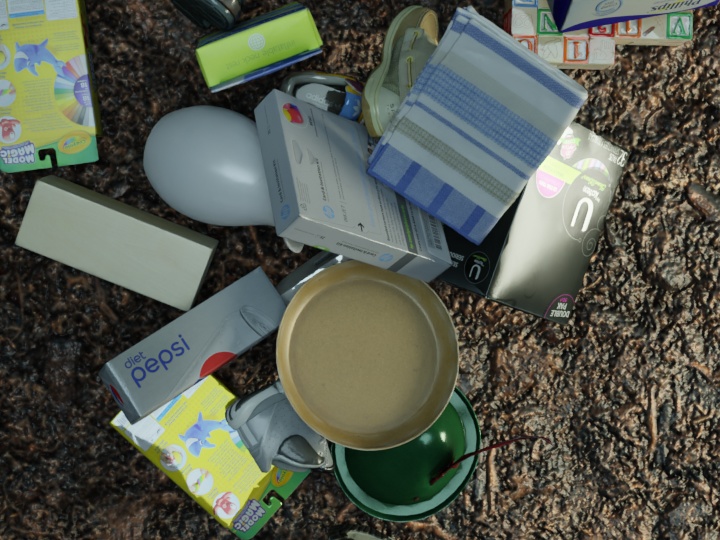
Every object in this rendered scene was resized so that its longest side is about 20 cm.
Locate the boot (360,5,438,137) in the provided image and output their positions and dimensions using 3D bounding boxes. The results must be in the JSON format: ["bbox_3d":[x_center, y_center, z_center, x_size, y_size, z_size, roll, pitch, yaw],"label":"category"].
[{"bbox_3d":[0.096,-0.211,1.284,0.154,0.201,0.072,-2,130,22],"label":"boot"}]

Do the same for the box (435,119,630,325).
[{"bbox_3d":[0.167,-0.064,1.318,0.148,0.124,0.201,19,93,-43],"label":"box"}]

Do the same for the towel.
[{"bbox_3d":[0.107,-0.134,1.192,0.146,0.024,0.200,33,123,0],"label":"towel"}]

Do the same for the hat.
[{"bbox_3d":[0.064,0.194,1.328,0.165,0.176,0.200,39,91,-5],"label":"hat"}]

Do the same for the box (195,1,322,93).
[{"bbox_3d":[-0.107,-0.232,1.284,0.121,0.200,0.048,-21,105,-1],"label":"box"}]

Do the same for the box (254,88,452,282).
[{"bbox_3d":[-0.006,-0.082,1.248,0.041,0.199,0.157,-38,50,35],"label":"box"}]

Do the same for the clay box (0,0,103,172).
[{"bbox_3d":[-0.347,-0.211,1.352,0.114,0.048,0.202,-7,95,-2],"label":"clay box"}]

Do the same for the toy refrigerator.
[{"bbox_3d":[-0.262,-0.031,1.358,0.199,0.070,0.076,21,99,-3],"label":"toy refrigerator"}]

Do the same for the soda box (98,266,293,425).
[{"bbox_3d":[-0.172,0.078,1.315,0.199,0.063,0.068,-33,88,-24],"label":"soda box"}]

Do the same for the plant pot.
[{"bbox_3d":[0.006,0.089,1.320,0.199,0.027,0.202,3,79,-13],"label":"plant pot"}]

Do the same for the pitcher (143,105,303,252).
[{"bbox_3d":[-0.113,-0.111,1.328,0.199,0.172,0.122,21,128,24],"label":"pitcher"}]

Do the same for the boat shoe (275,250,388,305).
[{"bbox_3d":[0.000,0.000,1.373,0.199,0.072,0.069,-35,109,-3],"label":"boat shoe"}]

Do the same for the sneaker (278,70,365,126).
[{"bbox_3d":[0.007,-0.166,1.350,0.199,0.090,0.076,12,93,-3],"label":"sneaker"}]

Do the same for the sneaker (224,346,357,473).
[{"bbox_3d":[-0.040,0.156,1.350,0.199,0.075,0.116,-26,86,-23],"label":"sneaker"}]

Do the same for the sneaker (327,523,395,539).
[{"bbox_3d":[0.045,0.354,1.399,0.199,0.077,0.089,21,105,2],"label":"sneaker"}]

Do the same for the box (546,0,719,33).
[{"bbox_3d":[0.269,-0.369,1.297,0.183,0.105,0.201,-12,66,-8],"label":"box"}]

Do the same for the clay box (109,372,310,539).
[{"bbox_3d":[-0.162,0.189,1.375,0.200,0.048,0.115,43,88,-5],"label":"clay box"}]

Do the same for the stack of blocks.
[{"bbox_3d":[0.259,-0.281,1.371,0.198,0.059,0.116,1,93,-3],"label":"stack of blocks"}]

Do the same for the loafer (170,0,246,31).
[{"bbox_3d":[-0.153,-0.290,1.283,0.072,0.200,0.063,40,87,-19],"label":"loafer"}]
